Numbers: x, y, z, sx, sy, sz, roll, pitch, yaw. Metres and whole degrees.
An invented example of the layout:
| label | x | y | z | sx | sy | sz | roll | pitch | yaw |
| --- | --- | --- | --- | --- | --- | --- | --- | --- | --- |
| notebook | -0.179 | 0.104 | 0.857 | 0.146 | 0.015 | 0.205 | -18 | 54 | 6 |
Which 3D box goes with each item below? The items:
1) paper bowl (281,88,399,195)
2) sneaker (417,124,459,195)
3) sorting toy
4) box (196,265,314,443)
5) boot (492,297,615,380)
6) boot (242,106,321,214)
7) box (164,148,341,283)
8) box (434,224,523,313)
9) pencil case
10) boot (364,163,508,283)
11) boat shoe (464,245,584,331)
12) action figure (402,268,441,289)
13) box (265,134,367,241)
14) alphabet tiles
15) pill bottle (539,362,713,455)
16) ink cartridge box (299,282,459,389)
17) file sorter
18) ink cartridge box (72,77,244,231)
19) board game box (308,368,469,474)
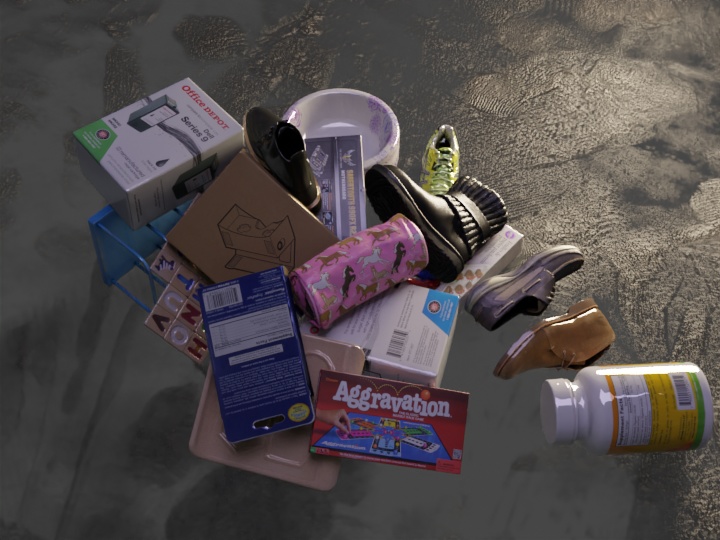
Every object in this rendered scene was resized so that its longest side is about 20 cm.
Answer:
| label | x | y | z | sx | sy | sz | roll | pitch | yaw |
| --- | --- | --- | --- | --- | --- | --- | --- | --- | --- |
| paper bowl | -0.035 | -0.196 | 1.458 | 0.196 | 0.105 | 0.203 | 1 | 51 | -1 |
| sneaker | 0.125 | -0.155 | 1.447 | 0.074 | 0.077 | 0.203 | 3 | 50 | -1 |
| sorting toy | -0.106 | 0.170 | 1.150 | 0.196 | 0.037 | 0.189 | 12 | 80 | 8 |
| box | -0.131 | 0.107 | 1.129 | 0.119 | 0.032 | 0.204 | -14 | 77 | 4 |
| boot | 0.273 | 0.110 | 1.232 | 0.198 | 0.074 | 0.076 | -25 | 64 | -24 |
| boot | -0.114 | -0.190 | 1.250 | 0.077 | 0.139 | 0.201 | -30 | 63 | -12 |
| box | -0.142 | -0.039 | 1.218 | 0.200 | 0.164 | 0.021 | 42 | 8 | -12 |
| box | 0.173 | 0.006 | 1.334 | 0.038 | 0.042 | 0.200 | 33 | 57 | 25 |
| pencil case | 0.000 | 0.000 | 1.192 | 0.198 | 0.087 | 0.083 | -30 | 56 | -24 |
| boot | 0.113 | -0.103 | 1.314 | 0.212 | 0.079 | 0.158 | 50 | 58 | -11 |
| boat shoe | 0.248 | 0.033 | 1.301 | 0.197 | 0.075 | 0.074 | -26 | 64 | -11 |
| action figure | 0.057 | -0.004 | 1.323 | 0.196 | 0.052 | 0.066 | 4 | 50 | -15 |
| box | -0.069 | -0.101 | 1.307 | 0.155 | 0.049 | 0.203 | -4 | 62 | 0 |
| alphabet tiles | -0.214 | 0.020 | 1.245 | 0.167 | 0.007 | 0.202 | 40 | 62 | -24 |
| pill bottle | 0.337 | 0.178 | 1.142 | 0.196 | 0.112 | 0.112 | -2 | 49 | -3 |
| ink cartridge box | 0.025 | 0.090 | 1.228 | 0.196 | 0.085 | 0.147 | 13 | 49 | 12 |
| file sorter | -0.277 | -0.053 | 1.314 | 0.122 | 0.140 | 0.200 | 33 | 56 | 20 |
| ink cartridge box | -0.282 | -0.171 | 1.262 | 0.199 | 0.085 | 0.146 | -34 | 62 | -28 |
| board game box | 0.038 | 0.192 | 1.124 | 0.196 | 0.019 | 0.105 | 10 | 79 | -10 |
